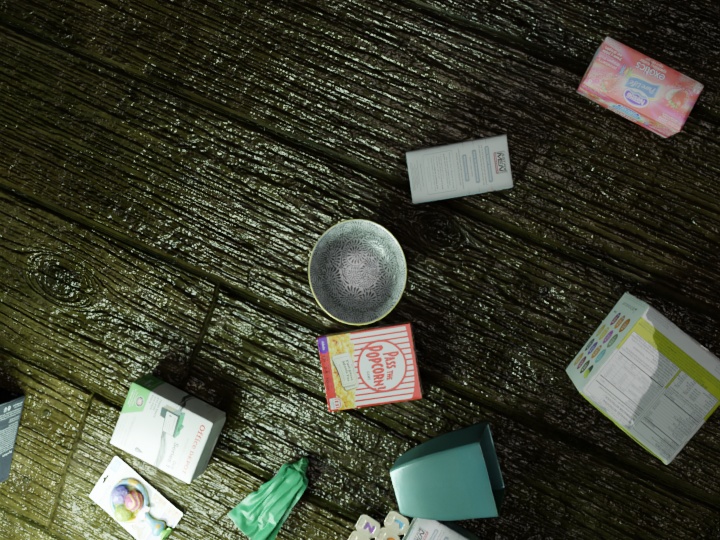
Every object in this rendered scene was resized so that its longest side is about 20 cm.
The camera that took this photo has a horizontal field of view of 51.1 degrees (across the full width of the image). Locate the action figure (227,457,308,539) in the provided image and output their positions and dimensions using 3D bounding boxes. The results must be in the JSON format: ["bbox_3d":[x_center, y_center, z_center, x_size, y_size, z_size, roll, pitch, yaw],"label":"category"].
[{"bbox_3d":[-0.173,0.474,1.578,0.118,0.055,0.201,40,91,6],"label":"action figure"}]

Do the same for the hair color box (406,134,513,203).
[{"bbox_3d":[0.194,-0.197,1.473,0.195,0.061,0.102,-8,92,10],"label":"hair color box"}]

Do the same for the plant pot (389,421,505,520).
[{"bbox_3d":[0.167,0.404,1.481,0.196,0.141,0.145,-15,91,17],"label":"plant pot"}]

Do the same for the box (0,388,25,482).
[{"bbox_3d":[-0.870,0.353,1.650,0.192,0.117,0.205,15,96,8],"label":"box"}]

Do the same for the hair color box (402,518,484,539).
[{"bbox_3d":[0.186,0.569,1.513,0.197,0.061,0.100,30,92,1],"label":"hair color box"}]

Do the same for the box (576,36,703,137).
[{"bbox_3d":[0.516,-0.338,1.402,0.197,0.103,0.096,29,97,5],"label":"box"}]

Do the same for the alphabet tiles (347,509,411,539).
[{"bbox_3d":[0.059,0.606,1.568,0.193,0.015,0.203,29,97,7],"label":"alphabet tiles"}]

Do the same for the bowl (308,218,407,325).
[{"bbox_3d":[0.000,0.000,1.505,0.195,0.094,0.206,1,94,8],"label":"bowl"}]

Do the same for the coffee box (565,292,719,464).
[{"bbox_3d":[0.522,0.190,1.379,0.199,0.200,0.199,38,99,4],"label":"coffee box"}]

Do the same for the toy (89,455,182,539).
[{"bbox_3d":[-0.495,0.515,1.634,0.198,0.047,0.116,37,96,5],"label":"toy"}]

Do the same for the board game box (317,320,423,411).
[{"bbox_3d":[0.020,0.195,1.536,0.195,0.046,0.156,-10,92,9],"label":"board game box"}]

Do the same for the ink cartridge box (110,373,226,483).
[{"bbox_3d":[-0.404,0.333,1.591,0.196,0.084,0.149,24,97,7],"label":"ink cartridge box"}]
